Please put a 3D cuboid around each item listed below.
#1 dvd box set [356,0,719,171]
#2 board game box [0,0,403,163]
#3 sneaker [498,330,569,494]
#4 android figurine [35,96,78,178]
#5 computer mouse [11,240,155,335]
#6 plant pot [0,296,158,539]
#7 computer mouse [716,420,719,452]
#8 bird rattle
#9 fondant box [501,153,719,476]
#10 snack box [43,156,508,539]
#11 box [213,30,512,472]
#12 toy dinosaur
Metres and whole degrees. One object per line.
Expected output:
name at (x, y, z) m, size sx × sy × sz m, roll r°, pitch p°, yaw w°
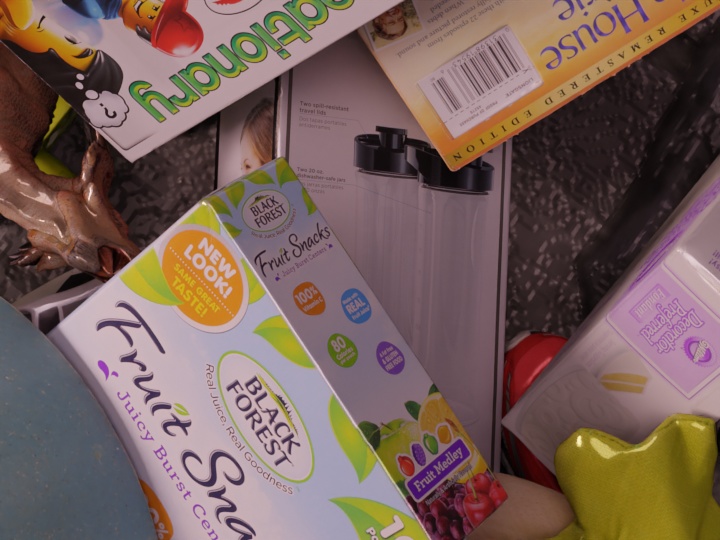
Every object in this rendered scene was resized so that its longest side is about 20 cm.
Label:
dvd box set at (0.044, -0.149, 0.671) m, size 0.146 × 0.030 × 0.200 m, roll -31°, pitch 122°, yaw 10°
board game box at (-0.059, -0.125, 0.643) m, size 0.126 × 0.199 × 0.035 m, roll 43°, pitch 45°, yaw -24°
sneaker at (0.111, 0.116, 0.764) m, size 0.077 × 0.085 × 0.201 m, roll -32°, pitch 84°, yaw -5°
android figurine at (-0.178, -0.104, 0.805) m, size 0.199 × 0.041 × 0.183 m, roll 36°, pitch 83°, yaw 0°
computer mouse at (-0.116, 0.038, 0.783) m, size 0.198 × 0.044 × 0.111 m, roll -22°, pitch 98°, yaw -10°
plant pot at (-0.188, 0.113, 0.666) m, size 0.201 × 0.200 × 0.134 m, roll 52°, pitch 44°, yaw 5°
computer mouse at (0.224, 0.142, 0.787) m, size 0.137 × 0.053 × 0.202 m, roll -3°, pitch 72°, yaw -4°
bird rattle at (0.095, 0.134, 0.701) m, size 0.162 × 0.200 × 0.113 m, roll 18°, pitch 63°, yaw 41°
fondant box at (0.154, -0.013, 0.716) m, size 0.058 × 0.144 × 0.200 m, roll 41°, pitch 53°, yaw 3°
snack box at (-0.060, 0.071, 0.671) m, size 0.143 × 0.200 × 0.053 m, roll 55°, pitch 41°, yaw 1°
box at (0.000, 0.000, 0.760) m, size 0.116 × 0.060 × 0.203 m, roll 3°, pitch 87°, yaw -30°
toy dinosaur at (-0.146, -0.078, 0.744) m, size 0.135 × 0.086 × 0.202 m, roll 20°, pitch 55°, yaw -37°
